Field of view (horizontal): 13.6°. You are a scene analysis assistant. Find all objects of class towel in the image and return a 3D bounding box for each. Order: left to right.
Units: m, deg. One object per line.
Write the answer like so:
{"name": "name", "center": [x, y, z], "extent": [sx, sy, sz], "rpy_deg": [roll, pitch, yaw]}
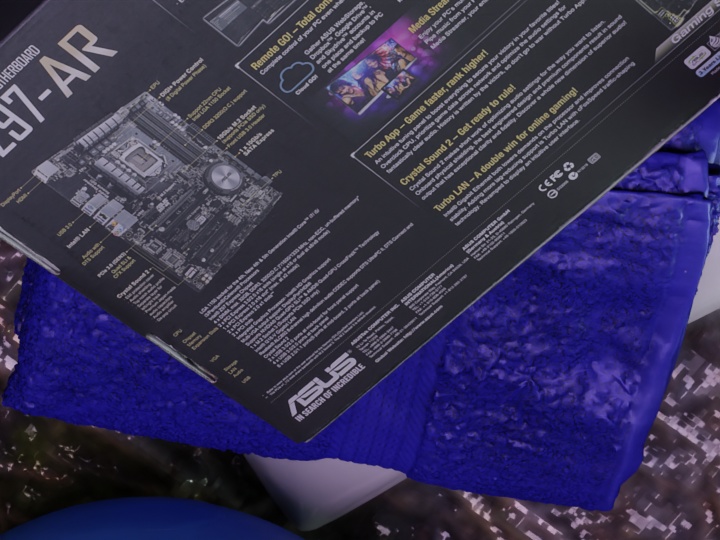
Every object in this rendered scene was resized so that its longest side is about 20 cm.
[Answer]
{"name": "towel", "center": [0.000, 0.000, 0.892], "extent": [0.199, 0.050, 0.148], "rpy_deg": [10, 119, -4]}

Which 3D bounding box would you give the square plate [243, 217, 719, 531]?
{"name": "square plate", "center": [0.008, -0.035, 0.929], "extent": [0.198, 0.028, 0.200], "rpy_deg": [-29, 107, 17]}

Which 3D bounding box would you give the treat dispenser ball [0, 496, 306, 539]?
{"name": "treat dispenser ball", "center": [-0.066, 0.171, 0.928], "extent": [0.200, 0.201, 0.202], "rpy_deg": [2, 113, 5]}

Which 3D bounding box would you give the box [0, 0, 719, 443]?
{"name": "box", "center": [-0.002, -0.062, 0.787], "extent": [0.200, 0.044, 0.160], "rpy_deg": [-41, 125, 19]}
